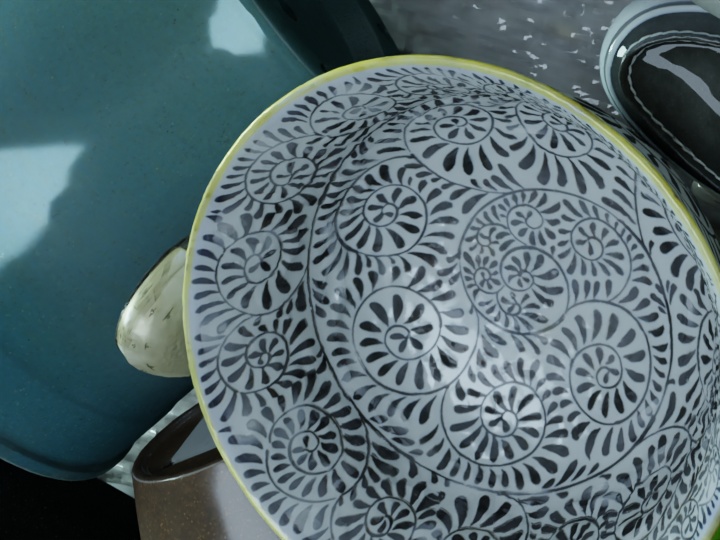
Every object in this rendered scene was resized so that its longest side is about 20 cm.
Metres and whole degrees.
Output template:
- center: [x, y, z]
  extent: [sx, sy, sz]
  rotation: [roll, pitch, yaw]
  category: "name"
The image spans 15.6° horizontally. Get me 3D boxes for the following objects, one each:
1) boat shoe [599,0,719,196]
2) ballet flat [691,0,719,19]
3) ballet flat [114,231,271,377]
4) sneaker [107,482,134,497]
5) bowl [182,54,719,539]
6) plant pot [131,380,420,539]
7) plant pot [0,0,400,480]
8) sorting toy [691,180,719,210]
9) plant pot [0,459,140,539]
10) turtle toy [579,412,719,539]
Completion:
- center: [0.164, -0.026, 0.822]
  extent: [0.200, 0.057, 0.069]
  rotation: [30, 116, 4]
  category: "boat shoe"
- center: [0.177, -0.077, 0.788]
  extent: [0.200, 0.069, 0.070]
  rotation: [3, 108, 1]
  category: "ballet flat"
- center: [0.000, 0.000, 0.947]
  extent: [0.057, 0.200, 0.067]
  rotation: [46, 136, 32]
  category: "ballet flat"
- center: [-0.185, 0.091, 1.172]
  extent: [0.201, 0.067, 0.108]
  rotation: [-13, 100, 35]
  category: "sneaker"
- center: [0.049, 0.015, 0.876]
  extent: [0.200, 0.094, 0.201]
  rotation: [10, 112, 25]
  category: "bowl"
- center: [0.001, 0.137, 0.981]
  extent: [0.187, 0.187, 0.200]
  rotation: [-19, 105, 33]
  category: "plant pot"
- center: [-0.089, -0.054, 1.007]
  extent: [0.188, 0.200, 0.200]
  rotation: [-37, 84, 19]
  category: "plant pot"
- center: [0.233, -0.090, 0.858]
  extent: [0.180, 0.107, 0.200]
  rotation: [25, 116, 15]
  category: "sorting toy"
- center: [-0.150, 0.211, 1.071]
  extent: [0.199, 0.178, 0.200]
  rotation: [32, 126, -26]
  category: "plant pot"
- center: [0.164, 0.111, 0.911]
  extent: [0.200, 0.146, 0.101]
  rotation: [26, 150, 22]
  category: "turtle toy"
